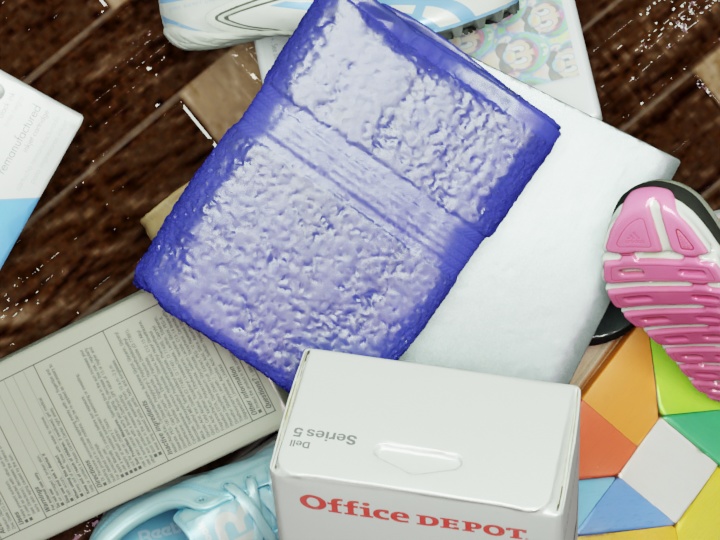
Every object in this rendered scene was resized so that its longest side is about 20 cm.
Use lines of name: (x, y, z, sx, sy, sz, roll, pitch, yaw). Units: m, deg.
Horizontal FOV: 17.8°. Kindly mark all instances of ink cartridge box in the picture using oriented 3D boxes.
ink cartridge box: (0.038, 0.139, 1.188, 0.145, 0.200, 0.084, 7, 50, 10)
ink cartridge box: (-0.271, -0.086, 1.275, 0.200, 0.067, 0.116, 29, 89, -19)

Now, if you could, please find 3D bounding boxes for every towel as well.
towel: (-0.008, -0.036, 1.207, 0.148, 0.050, 0.200, 35, 92, -5)

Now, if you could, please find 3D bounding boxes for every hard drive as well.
hard drive: (0.067, -0.001, 1.250, 0.139, 0.033, 0.200, 26, 93, 2)

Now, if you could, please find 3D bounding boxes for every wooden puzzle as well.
wooden puzzle: (0.170, 0.117, 1.296, 0.185, 0.037, 0.200, 40, 79, -4)

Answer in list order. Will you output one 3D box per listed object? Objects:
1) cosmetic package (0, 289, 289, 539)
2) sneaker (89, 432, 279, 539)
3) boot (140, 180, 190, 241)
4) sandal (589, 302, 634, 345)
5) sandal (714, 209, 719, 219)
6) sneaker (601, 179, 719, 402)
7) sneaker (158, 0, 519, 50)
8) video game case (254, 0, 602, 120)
cosmetic package: (-0.138, 0.075, 1.282, 0.200, 0.073, 0.104, -25, 94, 13)
sneaker: (-0.062, 0.140, 1.283, 0.200, 0.082, 0.074, -24, 100, 15)
boot: (0.000, 0.000, 1.317, 0.175, 0.066, 0.200, -36, 91, -2)
sandal: (0.099, -0.052, 1.301, 0.075, 0.048, 0.201, -31, 70, -8)
sandal: (0.277, 0.013, 1.333, 0.206, 0.059, 0.079, 11, 90, -3)
sneaker: (0.190, -0.003, 1.235, 0.074, 0.200, 0.088, 0, 59, 34)
sneaker: (-0.013, -0.156, 1.253, 0.200, 0.072, 0.073, 1, 103, 9)
video game case: (0.027, -0.156, 1.301, 0.182, 0.024, 0.200, -13, 75, 4)
